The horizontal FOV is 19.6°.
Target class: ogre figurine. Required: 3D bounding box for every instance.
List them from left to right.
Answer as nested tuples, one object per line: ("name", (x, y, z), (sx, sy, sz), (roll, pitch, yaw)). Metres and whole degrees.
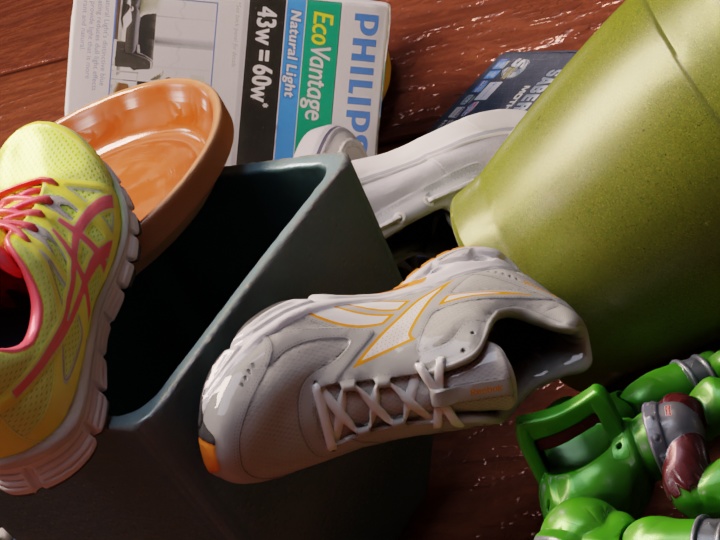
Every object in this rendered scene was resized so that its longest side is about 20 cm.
("ogre figurine", (0.139, 0.091, 0.963), (0.119, 0.098, 0.201), (-13, 43, 12))

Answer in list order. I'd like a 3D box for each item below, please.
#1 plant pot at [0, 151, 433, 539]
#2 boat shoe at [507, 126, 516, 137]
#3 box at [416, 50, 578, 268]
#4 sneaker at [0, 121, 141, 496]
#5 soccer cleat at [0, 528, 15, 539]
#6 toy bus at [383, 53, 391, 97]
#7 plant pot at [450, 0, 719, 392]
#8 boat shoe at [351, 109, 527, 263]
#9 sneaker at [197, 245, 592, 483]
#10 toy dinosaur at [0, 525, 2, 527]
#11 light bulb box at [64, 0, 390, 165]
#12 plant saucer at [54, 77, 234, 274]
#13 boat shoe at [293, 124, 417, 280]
("plant pot", (-0.073, 0.083, 1.082), (0.195, 0.200, 0.197), (-5, 38, 43))
("boat shoe", (0.151, -0.100, 1.214), (0.199, 0.071, 0.070), (-22, 52, -31))
("box", (0.094, -0.060, 1.304), (0.200, 0.051, 0.157), (-47, 31, -24))
("sneaker", (-0.155, -0.002, 0.952), (0.078, 0.090, 0.201), (-20, 47, 17))
("soccer cleat", (-0.192, 0.140, 1.231), (0.070, 0.087, 0.200), (17, 58, 28))
("toy bus", (-0.104, -0.168, 1.541), (0.199, 0.192, 0.136), (-26, 29, 16))
("plant pot", (0.157, -0.039, 1.080), (0.193, 0.200, 0.201), (-38, 25, 17))
("boat shoe", (0.039, -0.036, 1.174), (0.199, 0.069, 0.072), (-16, -29, -38))
("sneaker", (0.020, 0.047, 0.956), (0.199, 0.076, 0.092), (-25, 30, -29))
("toy dinosaur", (-0.156, 0.130, 1.170), (0.077, 0.199, 0.103), (-16, 68, 49))
("light bulb box", (-0.088, -0.125, 1.375), (0.199, 0.126, 0.198), (5, 7, -4))
("plant saucer", (-0.152, -0.029, 1.097), (0.199, 0.032, 0.201), (-25, 29, 15))
("boat shoe", (0.000, 0.000, 1.221), (0.065, 0.072, 0.201), (-18, 55, 30))
